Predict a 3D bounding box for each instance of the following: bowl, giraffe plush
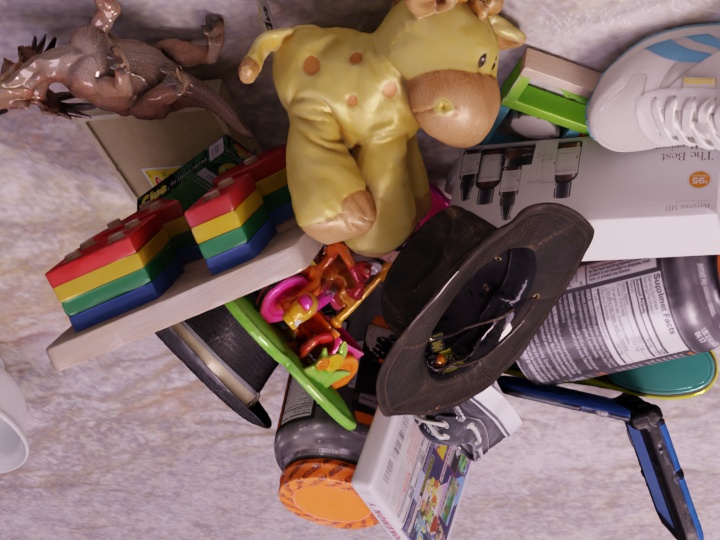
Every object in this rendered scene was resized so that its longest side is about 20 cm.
[{"bbox_3d":[-0.430,0.127,1.622,0.198,0.091,0.202,8,147,5],"label":"bowl"},{"bbox_3d":[0.031,-0.127,1.069,0.161,0.173,0.202,-21,101,26],"label":"giraffe plush"}]

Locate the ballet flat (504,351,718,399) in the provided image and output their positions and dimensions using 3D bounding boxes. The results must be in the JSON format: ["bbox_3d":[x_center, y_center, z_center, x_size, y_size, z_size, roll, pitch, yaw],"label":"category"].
[{"bbox_3d":[0.205,0.071,1.331,0.197,0.068,0.067,6,173,11],"label":"ballet flat"}]

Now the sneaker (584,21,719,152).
[{"bbox_3d":[0.240,-0.116,1.041,0.198,0.081,0.077,-14,129,30],"label":"sneaker"}]

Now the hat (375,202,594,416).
[{"bbox_3d":[0.069,0.010,1.098,0.199,0.081,0.202,-30,150,-19],"label":"hat"}]

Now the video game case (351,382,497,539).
[{"bbox_3d":[0.059,0.133,1.329,0.023,0.202,0.183,6,150,26],"label":"video game case"}]

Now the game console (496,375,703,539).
[{"bbox_3d":[0.198,0.157,1.316,0.117,0.173,0.200,-19,178,4],"label":"game console"}]

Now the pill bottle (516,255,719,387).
[{"bbox_3d":[0.219,0.021,1.220,0.198,0.107,0.106,-15,139,27],"label":"pill bottle"}]

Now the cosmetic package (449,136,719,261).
[{"bbox_3d":[0.165,-0.053,1.130,0.197,0.083,0.051,-4,145,22],"label":"cosmetic package"}]

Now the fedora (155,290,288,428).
[{"bbox_3d":[-0.119,0.048,1.374,0.201,0.092,0.201,45,176,3],"label":"fedora"}]

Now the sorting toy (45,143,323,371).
[{"bbox_3d":[-0.121,-0.022,1.134,0.198,0.199,0.070,-23,101,15],"label":"sorting toy"}]

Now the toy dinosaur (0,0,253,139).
[{"bbox_3d":[-0.178,-0.141,1.149,0.198,0.087,0.135,18,148,-20],"label":"toy dinosaur"}]

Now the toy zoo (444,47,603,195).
[{"bbox_3d":[0.147,-0.083,1.186,0.130,0.021,0.200,17,147,-8],"label":"toy zoo"}]

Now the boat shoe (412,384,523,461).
[{"bbox_3d":[0.074,0.108,1.253,0.072,0.068,0.200,42,177,26],"label":"boat shoe"}]

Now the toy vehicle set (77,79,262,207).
[{"bbox_3d":[-0.134,-0.077,1.279,0.123,0.027,0.201,-2,145,20],"label":"toy vehicle set"}]

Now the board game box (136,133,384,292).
[{"bbox_3d":[-0.077,-0.032,1.278,0.104,0.024,0.199,-30,136,28],"label":"board game box"}]

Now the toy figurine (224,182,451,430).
[{"bbox_3d":[0.000,0.000,1.218,0.184,0.150,0.200,-43,148,0],"label":"toy figurine"}]

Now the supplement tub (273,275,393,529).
[{"bbox_3d":[-0.007,0.115,1.369,0.121,0.202,0.123,8,148,5],"label":"supplement tub"}]
